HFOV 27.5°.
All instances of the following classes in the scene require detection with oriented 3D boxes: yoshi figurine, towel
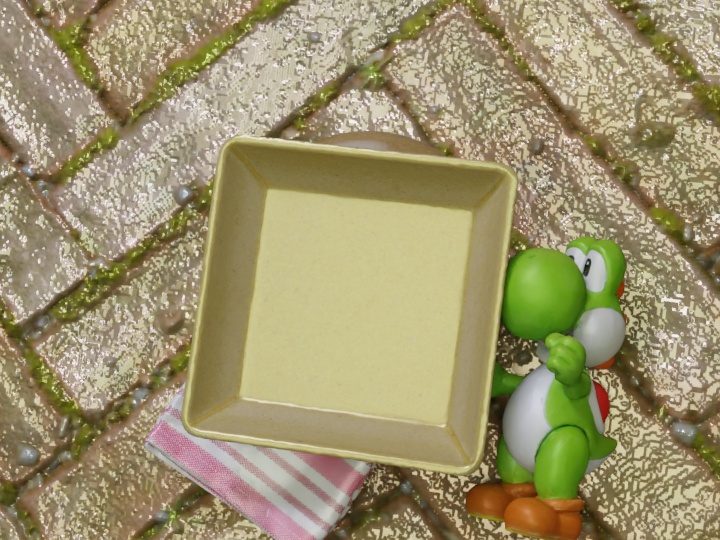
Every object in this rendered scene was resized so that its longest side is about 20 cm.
[{"bbox_3d":[0.114,0.070,0.962,0.112,0.112,0.201,13,86,18],"label":"yoshi figurine"},{"bbox_3d":[-0.040,0.077,1.003,0.146,0.030,0.200,33,93,11],"label":"towel"}]

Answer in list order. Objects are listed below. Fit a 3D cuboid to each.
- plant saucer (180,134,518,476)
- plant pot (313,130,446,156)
[{"bbox_3d":[-0.005,0.022,0.966,0.199,0.048,0.201,7,85,10],"label":"plant saucer"},{"bbox_3d":[0.000,0.000,1.028,0.199,0.027,0.201,-1,86,12],"label":"plant pot"}]
